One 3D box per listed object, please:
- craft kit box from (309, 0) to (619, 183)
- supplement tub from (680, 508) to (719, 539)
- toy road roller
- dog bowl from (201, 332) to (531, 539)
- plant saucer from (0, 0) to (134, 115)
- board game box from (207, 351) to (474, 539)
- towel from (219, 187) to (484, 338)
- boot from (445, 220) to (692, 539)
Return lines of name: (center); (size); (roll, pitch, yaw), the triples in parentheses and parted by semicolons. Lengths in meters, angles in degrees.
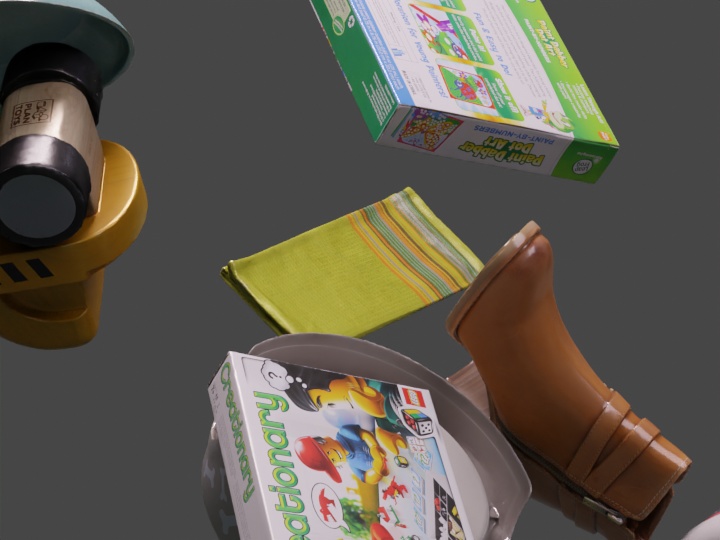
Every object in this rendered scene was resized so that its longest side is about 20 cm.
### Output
craft kit box: (0.071, -0.158, 1.801); (0.197, 0.049, 0.200); (6, 42, -29)
supplement tub: (0.278, 0.180, 1.449); (0.140, 0.140, 0.200); (43, 36, 16)
toy road roller: (-0.218, -0.026, 1.360); (0.200, 0.146, 0.123); (-9, 38, 6)
dog bowl: (0.001, 0.126, 1.371); (0.200, 0.059, 0.200); (22, 35, -16)
plant saucer: (-0.230, -0.129, 1.386); (0.200, 0.200, 0.036); (2, 71, -37)
board game box: (-0.003, 0.134, 1.274); (0.126, 0.035, 0.200); (12, 39, -27)
towel: (0.000, 0.000, 1.566); (0.086, 0.018, 0.200); (43, 36, 17)
boot: (0.127, 0.071, 1.418); (0.155, 0.200, 0.074); (37, 60, 21)
